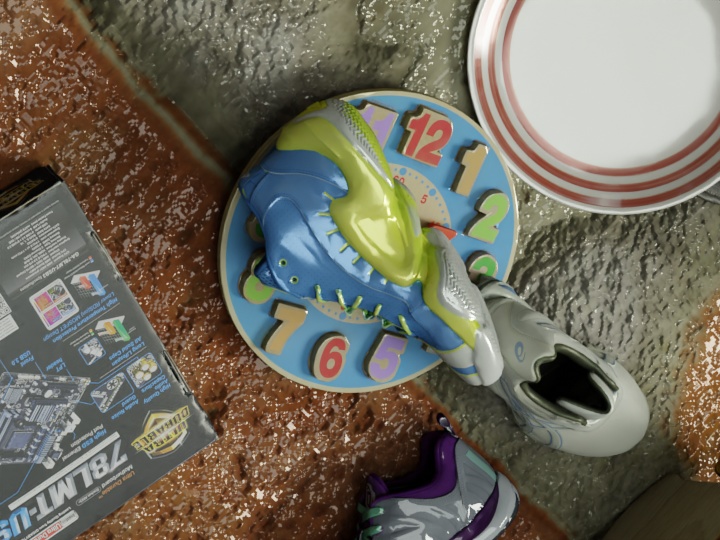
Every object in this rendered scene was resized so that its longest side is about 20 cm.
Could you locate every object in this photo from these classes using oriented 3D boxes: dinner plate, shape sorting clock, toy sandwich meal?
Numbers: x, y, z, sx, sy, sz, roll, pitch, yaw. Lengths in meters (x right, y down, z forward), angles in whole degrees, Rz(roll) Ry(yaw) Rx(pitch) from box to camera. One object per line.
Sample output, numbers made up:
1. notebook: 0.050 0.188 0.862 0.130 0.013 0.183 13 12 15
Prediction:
1. dinner plate: 0.166 -0.135 1.340 0.200 0.024 0.201 0 107 -1
2. shape sorting clock: 0.008 -0.016 1.327 0.200 0.039 0.200 -7 109 -21
3. toy sandwich meal: 0.240 0.187 1.407 0.205 0.205 0.070 -44 104 -5

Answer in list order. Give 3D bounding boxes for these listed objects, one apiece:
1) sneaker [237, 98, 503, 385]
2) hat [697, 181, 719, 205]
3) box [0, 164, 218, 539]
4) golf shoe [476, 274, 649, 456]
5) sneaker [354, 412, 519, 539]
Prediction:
1. sneaker: 0.000 0.000 1.274 0.105 0.076 0.200 -32 99 8
2. hat: 0.283 -0.129 1.385 0.200 0.081 0.201 -7 108 -20
3. box: -0.214 0.073 1.255 0.200 0.050 0.199 -34 117 -10
4. golf shoe: 0.136 0.083 1.372 0.200 0.097 0.078 32 93 -42
5. sneaker: 0.008 0.186 1.384 0.200 0.074 0.088 -45 104 -15
